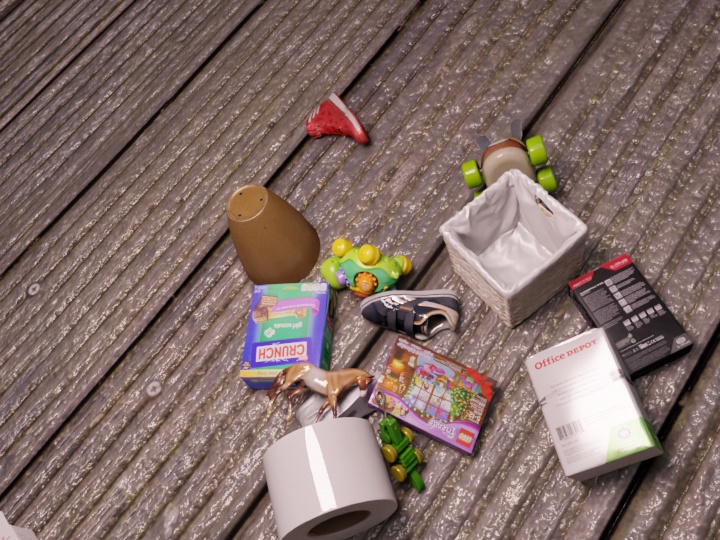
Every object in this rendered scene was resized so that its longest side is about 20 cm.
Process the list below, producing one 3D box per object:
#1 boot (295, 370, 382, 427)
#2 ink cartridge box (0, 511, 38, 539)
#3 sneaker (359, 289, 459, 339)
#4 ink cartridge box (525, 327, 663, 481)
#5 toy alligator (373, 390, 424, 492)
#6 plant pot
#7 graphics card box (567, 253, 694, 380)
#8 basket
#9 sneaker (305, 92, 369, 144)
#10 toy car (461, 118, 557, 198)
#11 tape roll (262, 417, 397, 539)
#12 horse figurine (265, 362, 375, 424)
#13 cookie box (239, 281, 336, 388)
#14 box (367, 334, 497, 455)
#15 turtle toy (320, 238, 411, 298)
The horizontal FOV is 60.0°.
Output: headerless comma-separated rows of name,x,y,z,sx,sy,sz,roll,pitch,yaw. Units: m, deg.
boot,-0.030,0.235,1.172,0.199,0.074,0.095,-34,43,-16
ink cartridge box,-0.660,0.572,1.180,0.199,0.068,0.115,36,76,30
sneaker,0.094,0.087,1.210,0.196,0.079,0.080,-6,54,12
ink cartridge box,0.376,0.218,1.018,0.144,0.084,0.203,-29,55,25
toy alligator,0.054,0.293,1.076,0.059,0.202,0.054,-33,15,-36
plant pot,-0.203,-0.090,1.333,0.183,0.201,0.189,-8,58,13
graphics card box,0.474,0.082,1.109,0.124,0.051,0.202,-27,56,2
basket,0.288,-0.040,1.172,0.199,0.161,0.199,-38,57,-5
sneaker,-0.060,-0.341,1.516,0.115,0.078,0.201,-37,45,4
toy car,0.300,-0.242,1.301,0.162,0.158,0.202,-18,46,19
tape roll,-0.052,0.353,1.032,0.200,0.203,0.141,-23,57,3
horse figurine,-0.087,0.217,1.128,0.197,0.050,0.134,11,64,27
cookie box,-0.142,0.131,1.261,0.168,0.075,0.203,-3,61,14
box,0.128,0.219,1.111,0.197,0.039,0.138,24,70,7
turtle toy,0.000,0.000,1.266,0.198,0.145,0.103,14,89,43
